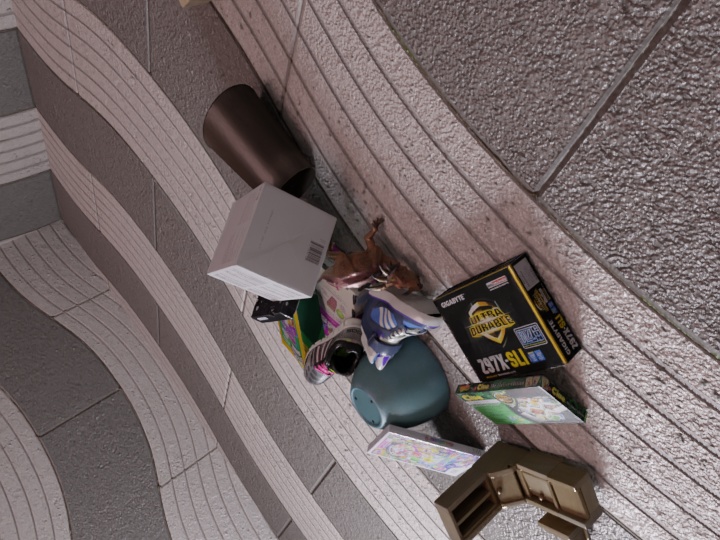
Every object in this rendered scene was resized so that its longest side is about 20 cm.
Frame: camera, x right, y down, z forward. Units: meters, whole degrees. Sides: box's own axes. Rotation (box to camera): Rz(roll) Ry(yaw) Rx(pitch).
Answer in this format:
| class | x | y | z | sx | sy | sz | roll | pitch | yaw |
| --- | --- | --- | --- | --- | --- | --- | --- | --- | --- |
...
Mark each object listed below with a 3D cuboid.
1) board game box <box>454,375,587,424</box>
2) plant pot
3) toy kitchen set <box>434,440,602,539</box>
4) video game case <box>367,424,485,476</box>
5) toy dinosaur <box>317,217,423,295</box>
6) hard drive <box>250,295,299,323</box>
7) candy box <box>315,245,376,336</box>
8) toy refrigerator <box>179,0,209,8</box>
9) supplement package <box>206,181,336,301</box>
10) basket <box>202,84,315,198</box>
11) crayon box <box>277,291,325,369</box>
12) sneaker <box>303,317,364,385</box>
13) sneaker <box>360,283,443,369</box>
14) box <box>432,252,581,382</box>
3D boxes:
| class | x | y | z | sx | sy | sz | roll | pitch | yaw |
| --- | --- | --- | --- | --- | --- | --- | --- | --- | --- |
| board game box | 0.249 | 0.210 | 0.970 | 0.104 | 0.024 | 0.199 | 36 | 153 | -18 |
| plant pot | 0.058 | 0.232 | 1.197 | 0.199 | 0.134 | 0.203 | 34 | 141 | 34 |
| toy kitchen set | 0.270 | 0.421 | 1.004 | 0.199 | 0.179 | 0.165 | -1 | 117 | 59 |
| video game case | 0.125 | 0.356 | 1.197 | 0.197 | 0.018 | 0.144 | 17 | 145 | -8 |
| toy dinosaur | 0.000 | 0.000 | 1.077 | 0.086 | 0.197 | 0.137 | 56 | -159 | -49 |
| hard drive | -0.154 | 0.008 | 1.271 | 0.037 | 0.203 | 0.139 | 27 | 157 | -29 |
| candy box | -0.036 | 0.069 | 1.265 | 0.136 | 0.060 | 0.202 | 40 | 145 | 32 |
| toy refrigerator | -0.331 | -0.606 | 1.126 | 0.075 | 0.070 | 0.203 | -10 | 108 | 50 |
| supplement package | -0.166 | -0.043 | 1.118 | 0.149 | 0.154 | 0.199 | 24 | 165 | -24 |
| basket | -0.191 | -0.227 | 1.181 | 0.200 | 0.135 | 0.181 | 48 | 161 | 11 |
| crayon box | -0.137 | 0.111 | 1.355 | 0.200 | 0.057 | 0.176 | -148 | 45 | -62 |
| sneaker | -0.055 | 0.179 | 1.212 | 0.073 | 0.088 | 0.200 | 32 | 125 | -19 |
| sneaker | 0.069 | 0.116 | 1.093 | 0.199 | 0.079 | 0.149 | 24 | 109 | 55 |
| box | 0.216 | 0.080 | 0.929 | 0.161 | 0.049 | 0.199 | 58 | 149 | 0 |
